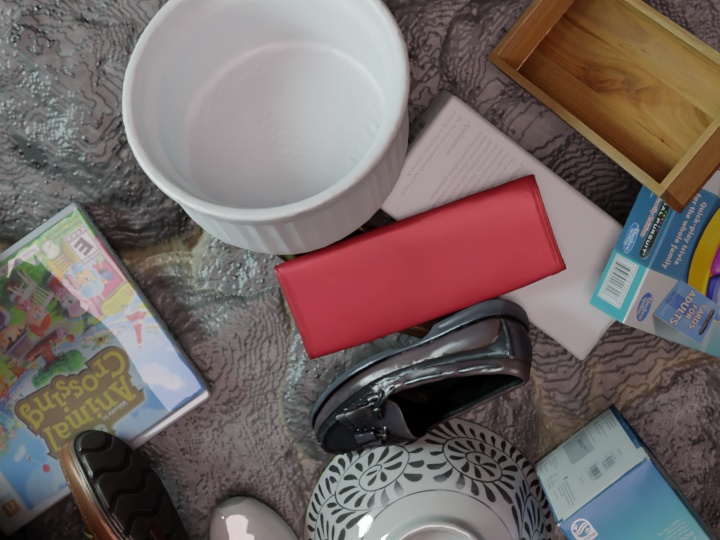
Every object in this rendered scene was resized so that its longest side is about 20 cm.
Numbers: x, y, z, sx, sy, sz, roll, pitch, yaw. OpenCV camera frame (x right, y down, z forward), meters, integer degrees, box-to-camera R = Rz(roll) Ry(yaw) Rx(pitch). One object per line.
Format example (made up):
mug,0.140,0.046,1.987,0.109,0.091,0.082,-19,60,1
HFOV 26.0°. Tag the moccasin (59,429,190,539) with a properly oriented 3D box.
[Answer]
moccasin,-0.167,0.213,1.177,0.077,0.074,0.202,-30,97,38

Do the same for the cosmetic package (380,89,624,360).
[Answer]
cosmetic package,0.113,-0.035,1.160,0.200,0.074,0.102,38,97,-9

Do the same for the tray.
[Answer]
tray,0.185,-0.135,1.093,0.099,0.200,0.037,-50,137,8

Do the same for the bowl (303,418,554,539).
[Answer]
bowl,0.054,0.220,1.190,0.199,0.094,0.203,0,99,0

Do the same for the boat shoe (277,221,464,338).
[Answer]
boat shoe,0.000,0.000,1.164,0.199,0.068,0.072,26,98,-5

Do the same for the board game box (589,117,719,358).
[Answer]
board game box,0.282,-0.011,1.137,0.199,0.047,0.152,18,100,-31

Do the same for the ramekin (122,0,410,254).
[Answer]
ramekin,-0.058,-0.109,1.094,0.199,0.098,0.202,-3,68,8

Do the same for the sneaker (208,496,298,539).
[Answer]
sneaker,-0.067,0.272,1.205,0.070,0.080,0.202,-17,98,4

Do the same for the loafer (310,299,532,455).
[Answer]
loafer,0.042,0.092,1.148,0.199,0.063,0.072,-33,136,27

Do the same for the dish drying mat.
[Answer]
dish drying mat,0.043,-0.002,1.121,0.198,0.018,0.077,-19,105,8

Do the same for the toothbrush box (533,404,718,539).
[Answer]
toothbrush box,0.227,0.218,1.166,0.085,0.146,0.201,-36,98,5

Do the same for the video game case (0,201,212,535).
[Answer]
video game case,-0.245,0.077,1.197,0.199,0.022,0.183,-34,99,4
